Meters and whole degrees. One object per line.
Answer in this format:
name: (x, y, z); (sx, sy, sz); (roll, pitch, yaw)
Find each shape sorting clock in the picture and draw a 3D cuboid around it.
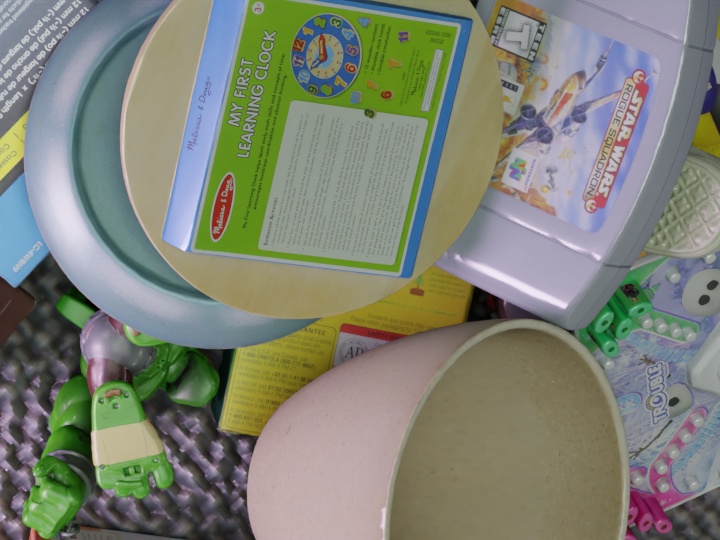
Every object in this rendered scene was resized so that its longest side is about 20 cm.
shape sorting clock: (-0.024, -0.072, 1.495); (0.200, 0.039, 0.200); (-8, 112, -21)

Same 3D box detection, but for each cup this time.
cup: (0.025, 0.119, 1.569); (0.200, 0.143, 0.201); (-7, 99, -49)

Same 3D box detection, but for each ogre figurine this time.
ogre figurine: (-0.118, 0.043, 1.615); (0.098, 0.120, 0.200); (13, 99, -11)

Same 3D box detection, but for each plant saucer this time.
plant saucer: (-0.072, -0.060, 1.540); (0.200, 0.027, 0.200); (1, 85, -10)

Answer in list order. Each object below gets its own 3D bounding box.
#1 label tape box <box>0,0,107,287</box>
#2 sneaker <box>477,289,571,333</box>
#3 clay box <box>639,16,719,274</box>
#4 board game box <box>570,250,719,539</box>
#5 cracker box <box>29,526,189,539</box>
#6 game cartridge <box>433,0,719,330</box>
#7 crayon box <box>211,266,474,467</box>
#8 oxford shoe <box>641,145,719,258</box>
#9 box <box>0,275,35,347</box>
label tape box: (-0.207, -0.112, 1.573); (0.143, 0.066, 0.200); (-46, 105, 1)
sneaker: (0.107, 0.023, 1.679); (0.082, 0.077, 0.200); (5, 103, 20)
clay box: (0.159, -0.107, 1.630); (0.115, 0.048, 0.200); (-39, 109, -44)
board game box: (0.215, 0.049, 1.642); (0.200, 0.026, 0.200); (-23, 136, -12)
cracker box: (-0.084, 0.196, 1.638); (0.200, 0.134, 0.058); (8, 104, -8)
game cartridge: (0.105, -0.079, 1.530); (0.042, 0.133, 0.200); (7, 106, -52)
crayon box: (0.000, 0.000, 1.657); (0.127, 0.051, 0.200); (12, 99, -10)
oxford shoe: (0.117, -0.051, 1.575); (0.200, 0.058, 0.075); (19, 102, 30)
box: (-0.279, -0.007, 1.572); (0.200, 0.075, 0.100); (39, 85, -31)
